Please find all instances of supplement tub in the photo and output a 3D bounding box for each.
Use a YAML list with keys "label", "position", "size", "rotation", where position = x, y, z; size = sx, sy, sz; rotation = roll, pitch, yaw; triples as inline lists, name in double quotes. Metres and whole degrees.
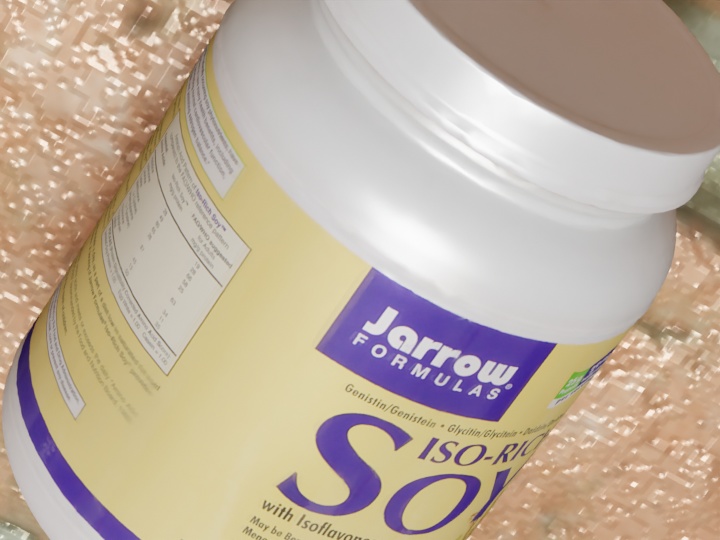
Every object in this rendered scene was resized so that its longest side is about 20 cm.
- label: "supplement tub"
  position: [0.000, 0.000, 0.743]
  size: [0.145, 0.146, 0.200]
  rotation: [27, 120, -13]
